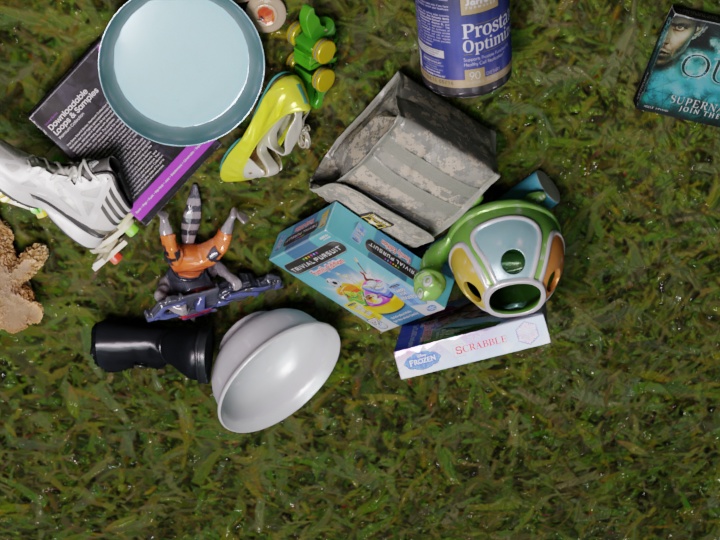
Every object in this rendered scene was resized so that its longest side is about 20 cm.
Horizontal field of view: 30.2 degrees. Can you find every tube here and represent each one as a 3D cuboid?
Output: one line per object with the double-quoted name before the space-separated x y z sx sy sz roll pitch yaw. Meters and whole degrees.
"tube" 0.173 -0.056 1.766 0.199 0.051 0.077 -36 122 25

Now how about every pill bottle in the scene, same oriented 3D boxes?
"pill bottle" 0.117 -0.313 1.541 0.110 0.112 0.202 -5 126 3

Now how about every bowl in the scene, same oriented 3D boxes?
"bowl" -0.132 0.121 1.835 0.200 0.090 0.202 -29 147 -21

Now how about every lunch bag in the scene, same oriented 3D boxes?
"lunch bag" 0.051 -0.120 1.676 0.163 0.118 0.200 29 128 -22

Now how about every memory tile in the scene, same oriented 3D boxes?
"memory tile" -0.197 -0.329 1.583 0.153 0.017 0.200 -33 120 21

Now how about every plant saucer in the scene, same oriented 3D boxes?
"plant saucer" -0.214 -0.248 1.596 0.197 0.028 0.202 -4 117 -7

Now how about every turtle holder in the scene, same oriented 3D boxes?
"turtle holder" 0.169 -0.016 1.681 0.183 0.133 0.142 10 137 -15

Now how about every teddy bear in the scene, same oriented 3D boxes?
"teddy bear" -0.491 -0.015 1.782 0.144 0.067 0.200 -37 112 12

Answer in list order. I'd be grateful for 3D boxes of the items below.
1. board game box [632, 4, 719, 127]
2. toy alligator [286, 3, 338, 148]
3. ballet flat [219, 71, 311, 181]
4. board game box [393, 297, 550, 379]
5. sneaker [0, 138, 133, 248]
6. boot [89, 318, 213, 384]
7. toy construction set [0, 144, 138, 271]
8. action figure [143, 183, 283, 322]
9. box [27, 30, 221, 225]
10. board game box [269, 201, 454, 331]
"board game box" 0.453 -0.243 1.646 0.197 0.028 0.136 10 125 -8
"toy alligator" -0.053 -0.242 1.630 0.054 0.059 0.202 -31 142 -32
"ballet flat" -0.116 -0.158 1.648 0.067 0.066 0.200 52 134 16
"board game box" 0.150 0.075 1.765 0.197 0.200 0.042 -15 101 9
"sneaker" -0.356 -0.122 1.595 0.115 0.076 0.200 -38 123 23
"boot" -0.282 0.108 1.797 0.166 0.200 0.078 3 90 -6
"toy construction set" -0.358 -0.083 1.709 0.131 0.092 0.200 -44 126 -1
"action figure" -0.202 -0.012 1.783 0.198 0.105 0.195 -9 138 -28
"box" -0.290 -0.175 1.645 0.143 0.036 0.200 -46 116 -2
"board game box" 0.000 0.000 1.757 0.199 0.047 0.150 32 151 -21
